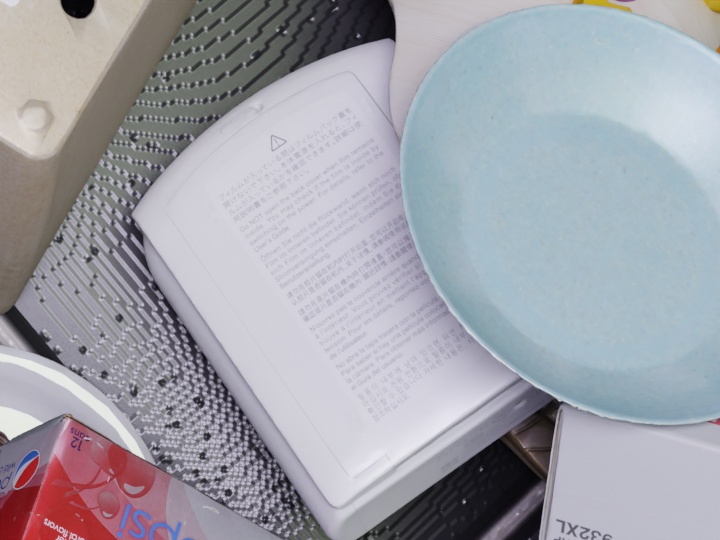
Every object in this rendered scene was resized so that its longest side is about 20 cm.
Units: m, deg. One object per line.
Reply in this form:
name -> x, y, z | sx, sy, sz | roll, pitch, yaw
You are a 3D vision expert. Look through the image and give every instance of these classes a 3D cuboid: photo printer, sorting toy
photo printer -> 0.000, 0.000, 1.148 | 0.166, 0.070, 0.200 | -35, 70, -5
sorting toy -> 0.090, -0.091, 1.146 | 0.199, 0.107, 0.181 | 33, 51, -14

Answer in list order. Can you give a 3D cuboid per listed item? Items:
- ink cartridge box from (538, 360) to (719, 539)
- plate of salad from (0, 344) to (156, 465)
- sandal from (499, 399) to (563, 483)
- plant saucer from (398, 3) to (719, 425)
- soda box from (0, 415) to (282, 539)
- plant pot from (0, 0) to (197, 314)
ink cartridge box -> 0.181, 0.073, 1.094 | 0.144, 0.200, 0.084 | 15, 117, 20
plate of salad -> -0.177, 0.132, 1.121 | 0.198, 0.048, 0.202 | 2, 83, -17
sandal -> 0.067, 0.033, 1.207 | 0.080, 0.054, 0.200 | -39, 87, -11
plant saucer -> 0.105, -0.019, 1.055 | 0.199, 0.039, 0.202 | 9, 60, -16
soda box -> -0.079, 0.145, 1.107 | 0.199, 0.063, 0.070 | 33, 58, -26
plant pot -> -0.177, -0.121, 1.085 | 0.199, 0.177, 0.201 | 33, 75, -12
